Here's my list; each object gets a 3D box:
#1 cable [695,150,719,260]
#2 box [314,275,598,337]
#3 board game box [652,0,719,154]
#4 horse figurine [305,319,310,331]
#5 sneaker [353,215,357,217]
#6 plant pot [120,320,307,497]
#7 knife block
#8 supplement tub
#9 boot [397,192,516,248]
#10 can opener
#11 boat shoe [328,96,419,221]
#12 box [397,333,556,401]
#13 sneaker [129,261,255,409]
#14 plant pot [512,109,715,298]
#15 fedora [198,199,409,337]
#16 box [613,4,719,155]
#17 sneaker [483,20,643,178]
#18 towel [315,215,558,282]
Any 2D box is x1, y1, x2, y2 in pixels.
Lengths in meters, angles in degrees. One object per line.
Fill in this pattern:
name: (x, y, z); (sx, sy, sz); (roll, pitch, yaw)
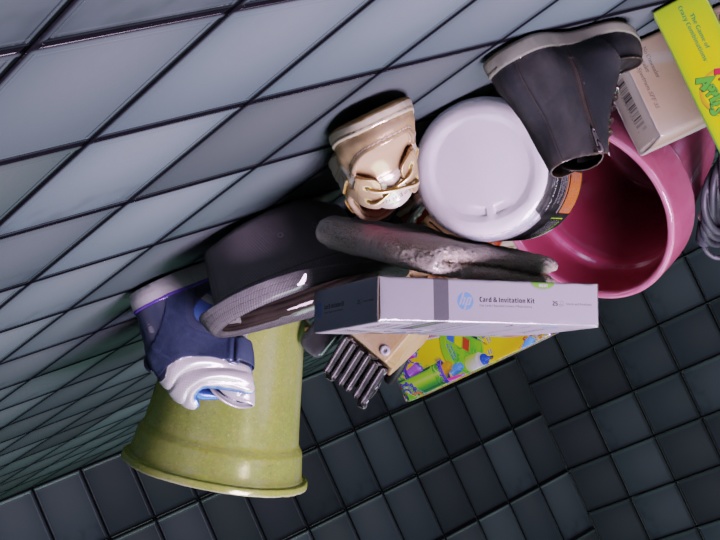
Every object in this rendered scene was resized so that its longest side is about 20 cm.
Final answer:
cable: (0.402, -0.108, 1.601); (0.200, 0.051, 0.163); (-41, 141, -10)
box: (0.079, 0.033, 1.373); (0.199, 0.041, 0.156); (3, 174, -20)
board game box: (0.319, -0.136, 1.386); (0.047, 0.201, 0.102); (-26, 174, 15)
horse figurine: (-0.134, 0.063, 1.840); (0.199, 0.133, 0.050); (-25, 131, 2)
sneaker: (0.024, -0.017, 1.754); (0.077, 0.092, 0.200); (-28, 173, 20)
plant pot: (-0.138, 0.122, 1.701); (0.199, 0.185, 0.200); (11, -175, -1)
knife block: (0.042, 0.046, 1.644); (0.200, 0.064, 0.176); (-50, 170, -1)
supplement tub: (0.128, -0.087, 1.429); (0.122, 0.123, 0.200); (-26, 174, 15)
boot: (0.106, -0.051, 1.734); (0.075, 0.108, 0.200); (-25, 173, 35)
can opener: (0.000, 0.000, 1.651); (0.200, 0.066, 0.053); (-56, 174, 19)
boat shoe: (0.018, -0.082, 1.272); (0.073, 0.069, 0.200); (-24, 174, -5)
box: (0.110, 0.026, 1.953); (0.192, 0.201, 0.122); (-25, 174, 11)
sneaker: (-0.119, 0.061, 1.581); (0.199, 0.147, 0.081); (-20, 173, -35)
plant pot: (0.265, -0.100, 1.639); (0.179, 0.200, 0.200); (-40, -174, -41)
fedora: (-0.063, -0.008, 1.483); (0.199, 0.091, 0.177); (-16, 169, -21)
box: (0.334, -0.192, 1.493); (0.199, 0.095, 0.078); (-26, 174, -8)
sneaker: (0.178, -0.134, 1.293); (0.075, 0.107, 0.200); (-30, 172, 39)
towel: (0.071, -0.017, 1.396); (0.132, 0.035, 0.200); (14, -175, 37)
